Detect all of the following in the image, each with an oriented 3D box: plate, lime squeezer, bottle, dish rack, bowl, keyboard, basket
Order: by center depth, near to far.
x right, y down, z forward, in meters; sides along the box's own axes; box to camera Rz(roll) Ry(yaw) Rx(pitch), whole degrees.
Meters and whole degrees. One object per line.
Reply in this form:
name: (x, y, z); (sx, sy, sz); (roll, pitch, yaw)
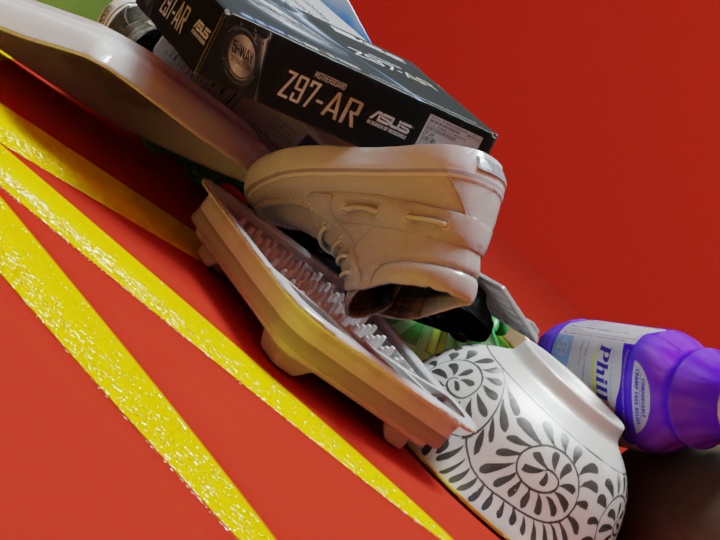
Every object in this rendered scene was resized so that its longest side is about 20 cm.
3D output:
dish rack: (-0.026, 0.033, 1.255); (0.171, 0.044, 0.200); (36, 9, -35)
plate: (-0.157, -0.123, 1.322); (0.199, 0.032, 0.199); (23, -7, 44)
bowl: (0.111, 0.108, 1.333); (0.200, 0.094, 0.201); (40, 6, -5)
basket: (0.245, 0.194, 1.341); (0.135, 0.181, 0.200); (18, 5, -25)
bottle: (0.199, 0.081, 1.368); (0.065, 0.084, 0.200); (-6, 8, -33)
keyboard: (0.056, -0.003, 1.415); (0.056, 0.011, 0.200); (47, -9, -36)
lime squeezer: (-0.132, -0.093, 1.467); (0.200, 0.038, 0.071); (37, 4, 5)

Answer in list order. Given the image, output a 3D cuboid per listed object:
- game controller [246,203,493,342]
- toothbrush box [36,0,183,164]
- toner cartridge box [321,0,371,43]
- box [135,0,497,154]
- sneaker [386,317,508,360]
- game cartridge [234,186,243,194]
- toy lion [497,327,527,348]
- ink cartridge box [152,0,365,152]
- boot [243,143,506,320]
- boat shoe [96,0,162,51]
game controller: (0.000, 0.000, 1.383); (0.199, 0.042, 0.104); (18, -8, 44)
toothbrush box: (-0.160, -0.195, 1.516); (0.200, 0.146, 0.086); (36, 7, -32)
toner cartridge box: (-0.015, -0.163, 1.611); (0.201, 0.043, 0.095); (62, -10, 6)
box: (-0.030, -0.126, 1.270); (0.199, 0.044, 0.160); (23, 13, -26)
sneaker: (0.064, 0.049, 1.482); (0.200, 0.084, 0.074); (43, 4, 7)
game cartridge: (-0.055, -0.062, 1.522); (0.129, 0.038, 0.200); (40, -11, 7)
toy lion: (0.049, 0.010, 1.621); (0.200, 0.069, 0.192); (45, -1, 25)
ink cartridge box: (-0.030, -0.144, 1.423); (0.199, 0.041, 0.200); (40, 34, -10)
boot: (-0.004, -0.020, 1.222); (0.199, 0.096, 0.073); (-3, -23, 45)
boat shoe: (-0.093, -0.155, 1.467); (0.199, 0.071, 0.064); (0, 21, -34)
